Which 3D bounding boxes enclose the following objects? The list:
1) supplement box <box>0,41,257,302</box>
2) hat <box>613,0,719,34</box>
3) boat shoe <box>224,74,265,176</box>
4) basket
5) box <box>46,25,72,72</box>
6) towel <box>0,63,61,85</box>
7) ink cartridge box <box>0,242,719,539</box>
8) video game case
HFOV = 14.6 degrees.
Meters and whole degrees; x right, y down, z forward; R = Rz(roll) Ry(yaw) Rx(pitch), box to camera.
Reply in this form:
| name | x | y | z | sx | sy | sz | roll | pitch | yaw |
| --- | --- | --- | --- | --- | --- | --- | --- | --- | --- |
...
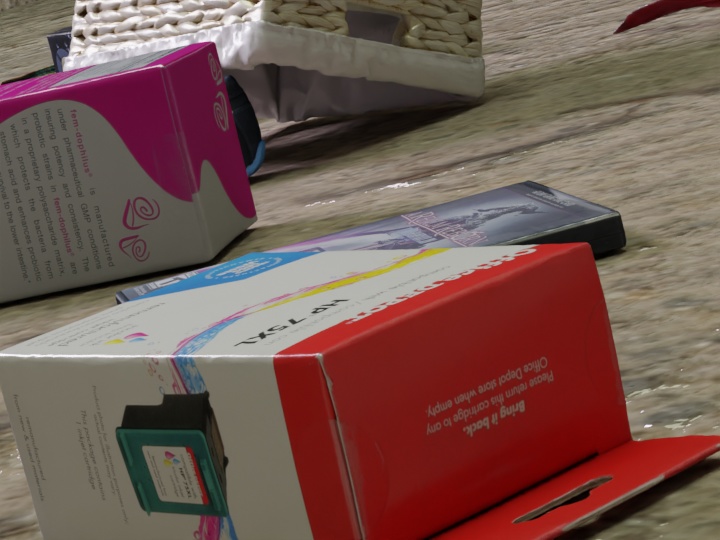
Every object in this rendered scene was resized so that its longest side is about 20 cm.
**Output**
| name | x | y | z | sx | sy | sz | roll | pitch | yaw |
| --- | --- | --- | --- | --- | --- | --- | --- | --- | --- |
| supplement box | -0.166 | -0.044 | 1.432 | 0.199 | 0.102 | 0.103 | -10 | 10 | 15 |
| hat | 0.290 | -0.180 | 1.818 | 0.165 | 0.177 | 0.200 | -15 | 47 | -18 |
| boat shoe | -0.158 | -0.068 | 1.650 | 0.199 | 0.069 | 0.084 | -15 | 10 | -5 |
| basket | -0.050 | -0.185 | 1.745 | 0.197 | 0.162 | 0.199 | 6 | -5 | -43 |
| box | -0.099 | -0.160 | 2.037 | 0.199 | 0.087 | 0.163 | -19 | 11 | -29 |
| towel | -0.212 | -0.138 | 2.146 | 0.199 | 0.022 | 0.147 | -22 | -8 | -32 |
| ink cartridge box | -0.003 | 0.039 | 0.841 | 0.116 | 0.068 | 0.199 | -22 | 13 | -41 |
| video game case | 0.000 | 0.000 | 1.204 | 0.199 | 0.019 | 0.143 | -16 | 10 | -10 |
